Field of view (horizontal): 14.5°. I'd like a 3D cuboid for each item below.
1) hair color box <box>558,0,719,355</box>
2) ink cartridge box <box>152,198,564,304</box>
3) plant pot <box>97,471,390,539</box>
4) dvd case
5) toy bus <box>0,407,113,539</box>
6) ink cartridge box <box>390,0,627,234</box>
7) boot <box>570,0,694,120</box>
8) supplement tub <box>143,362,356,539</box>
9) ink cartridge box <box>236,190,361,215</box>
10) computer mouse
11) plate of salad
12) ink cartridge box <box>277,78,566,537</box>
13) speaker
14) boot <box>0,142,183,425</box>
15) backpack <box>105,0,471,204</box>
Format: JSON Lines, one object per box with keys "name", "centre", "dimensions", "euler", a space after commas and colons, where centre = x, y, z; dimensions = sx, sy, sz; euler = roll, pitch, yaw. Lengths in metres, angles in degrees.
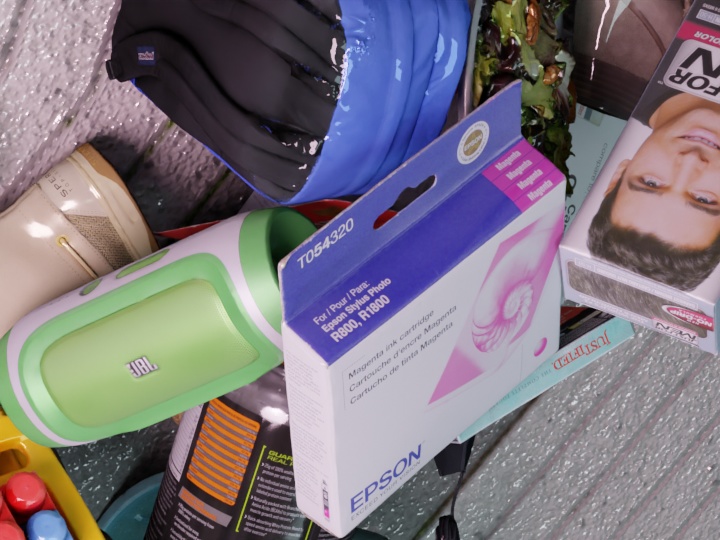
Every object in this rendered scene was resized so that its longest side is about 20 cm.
{"name": "hair color box", "centre": [0.204, -0.059, 1.655], "dimensions": [0.200, 0.099, 0.061], "euler": [-60, 158, -25]}
{"name": "ink cartridge box", "centre": [0.000, 0.000, 1.708], "dimensions": [0.200, 0.161, 0.050], "euler": [7, 78, -44]}
{"name": "plant pot", "centre": [-0.060, 0.243, 1.906], "dimensions": [0.196, 0.200, 0.200], "euler": [15, 114, -52]}
{"name": "dvd case", "centre": [0.060, 0.061, 1.771], "dimensions": [0.146, 0.200, 0.022], "euler": [-30, 106, -28]}
{"name": "toy bus", "centre": [-0.216, 0.151, 1.653], "dimensions": [0.136, 0.200, 0.192], "euler": [-26, 156, -17]}
{"name": "ink cartridge box", "centre": [0.084, -0.090, 1.784], "dimensions": [0.200, 0.083, 0.145], "euler": [22, 88, -47]}
{"name": "boot", "centre": [0.207, -0.154, 1.770], "dimensions": [0.200, 0.070, 0.146], "euler": [19, 92, -48]}
{"name": "supplement tub", "centre": [-0.053, 0.116, 1.703], "dimensions": [0.122, 0.123, 0.200], "euler": [3, 115, -39]}
{"name": "ink cartridge box", "centre": [-0.026, 0.024, 1.851], "dimensions": [0.199, 0.041, 0.200], "euler": [24, 107, -46]}
{"name": "computer mouse", "centre": [0.056, 0.135, 1.896], "dimensions": [0.034, 0.059, 0.200], "euler": [10, 122, 8]}
{"name": "plate of salad", "centre": [0.100, -0.115, 1.652], "dimensions": [0.200, 0.048, 0.200], "euler": [6, 90, -71]}
{"name": "ink cartridge box", "centre": [0.038, 0.023, 1.574], "dimensions": [0.196, 0.043, 0.200], "euler": [-38, 146, -29]}
{"name": "speaker", "centre": [-0.110, 0.034, 1.592], "dimensions": [0.200, 0.089, 0.088], "euler": [-24, 147, 29]}
{"name": "boot", "centre": [-0.182, 0.041, 1.706], "dimensions": [0.155, 0.073, 0.200], "euler": [-32, 125, -13]}
{"name": "backpack", "centre": [-0.022, -0.141, 1.599], "dimensions": [0.168, 0.200, 0.163], "euler": [-9, 127, -33]}
